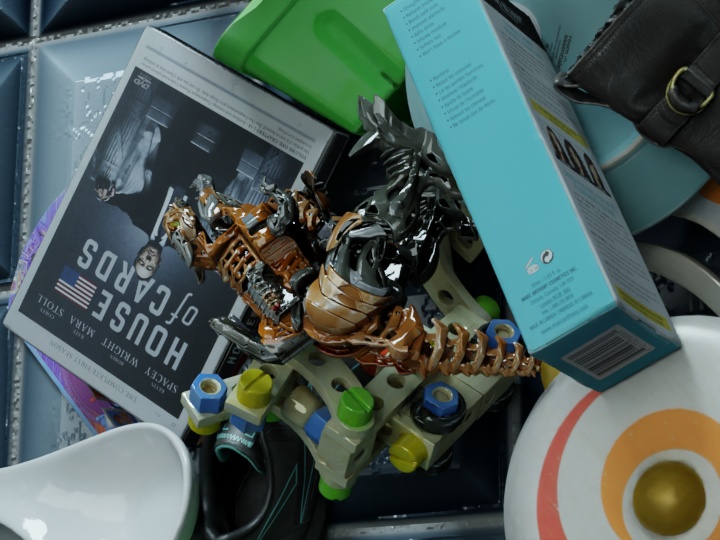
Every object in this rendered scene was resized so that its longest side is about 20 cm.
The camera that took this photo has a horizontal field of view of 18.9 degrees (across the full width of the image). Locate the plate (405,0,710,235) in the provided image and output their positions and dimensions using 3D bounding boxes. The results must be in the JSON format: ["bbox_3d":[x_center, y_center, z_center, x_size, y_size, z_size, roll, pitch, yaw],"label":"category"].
[{"bbox_3d":[0.105,-0.112,1.105,0.200,0.026,0.201,0,90,30],"label":"plate"}]

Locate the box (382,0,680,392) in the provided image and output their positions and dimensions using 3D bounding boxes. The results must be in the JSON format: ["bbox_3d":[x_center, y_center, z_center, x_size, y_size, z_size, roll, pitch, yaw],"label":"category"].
[{"bbox_3d":[0.080,-0.046,1.031,0.049,0.082,0.200,-31,61,18],"label":"box"}]

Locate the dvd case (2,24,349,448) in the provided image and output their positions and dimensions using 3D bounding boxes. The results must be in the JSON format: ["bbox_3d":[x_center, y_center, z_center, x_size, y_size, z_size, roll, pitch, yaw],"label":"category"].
[{"bbox_3d":[-0.109,-0.021,1.242,0.150,0.025,0.200,31,98,29],"label":"dvd case"}]

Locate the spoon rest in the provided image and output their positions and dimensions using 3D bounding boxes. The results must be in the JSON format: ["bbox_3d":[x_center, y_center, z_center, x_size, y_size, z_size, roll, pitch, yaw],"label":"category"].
[{"bbox_3d":[-0.160,0.135,1.220,0.200,0.061,0.100,-8,65,50],"label":"spoon rest"}]

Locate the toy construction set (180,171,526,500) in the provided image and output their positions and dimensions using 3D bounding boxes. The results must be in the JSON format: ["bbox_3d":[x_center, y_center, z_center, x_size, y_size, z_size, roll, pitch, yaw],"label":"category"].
[{"bbox_3d":[0.012,0.040,1.158,0.131,0.092,0.200,31,61,19],"label":"toy construction set"}]

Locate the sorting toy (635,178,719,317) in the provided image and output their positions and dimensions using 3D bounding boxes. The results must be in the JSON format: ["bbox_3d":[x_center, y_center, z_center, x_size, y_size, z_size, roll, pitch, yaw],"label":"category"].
[{"bbox_3d":[0.205,-0.063,1.111,0.200,0.107,0.180,30,99,31],"label":"sorting toy"}]

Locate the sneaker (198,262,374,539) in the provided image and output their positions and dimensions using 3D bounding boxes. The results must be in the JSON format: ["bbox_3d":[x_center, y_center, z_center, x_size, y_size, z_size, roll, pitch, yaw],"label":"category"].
[{"bbox_3d":[-0.040,0.077,1.206,0.075,0.079,0.201,6,78,29],"label":"sneaker"}]

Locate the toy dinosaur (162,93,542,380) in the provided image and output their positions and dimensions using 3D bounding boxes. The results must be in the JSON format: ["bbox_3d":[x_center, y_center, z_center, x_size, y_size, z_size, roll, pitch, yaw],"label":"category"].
[{"bbox_3d":[0.000,0.000,1.092,0.200,0.102,0.136,34,76,0],"label":"toy dinosaur"}]

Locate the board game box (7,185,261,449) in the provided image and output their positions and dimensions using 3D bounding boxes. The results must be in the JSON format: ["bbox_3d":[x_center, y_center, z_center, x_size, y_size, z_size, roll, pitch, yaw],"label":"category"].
[{"bbox_3d":[-0.138,0.013,1.295,0.158,0.039,0.200,-46,61,9],"label":"board game box"}]

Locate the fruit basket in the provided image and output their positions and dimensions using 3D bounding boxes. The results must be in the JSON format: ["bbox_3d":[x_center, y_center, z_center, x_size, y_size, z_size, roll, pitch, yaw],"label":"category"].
[{"bbox_3d":[-0.007,-0.196,1.237,0.215,0.155,0.216,-1,88,14],"label":"fruit basket"}]

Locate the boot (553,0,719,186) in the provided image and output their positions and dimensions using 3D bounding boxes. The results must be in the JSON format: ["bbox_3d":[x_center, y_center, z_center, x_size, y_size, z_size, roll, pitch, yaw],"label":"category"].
[{"bbox_3d":[0.208,-0.101,1.010,0.174,0.069,0.200,45,115,-2],"label":"boot"}]

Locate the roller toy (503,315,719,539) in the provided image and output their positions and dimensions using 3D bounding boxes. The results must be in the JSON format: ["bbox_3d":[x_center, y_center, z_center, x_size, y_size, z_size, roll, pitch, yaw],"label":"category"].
[{"bbox_3d":[0.169,0.117,1.050,0.182,0.140,0.201,4,77,28],"label":"roller toy"}]
